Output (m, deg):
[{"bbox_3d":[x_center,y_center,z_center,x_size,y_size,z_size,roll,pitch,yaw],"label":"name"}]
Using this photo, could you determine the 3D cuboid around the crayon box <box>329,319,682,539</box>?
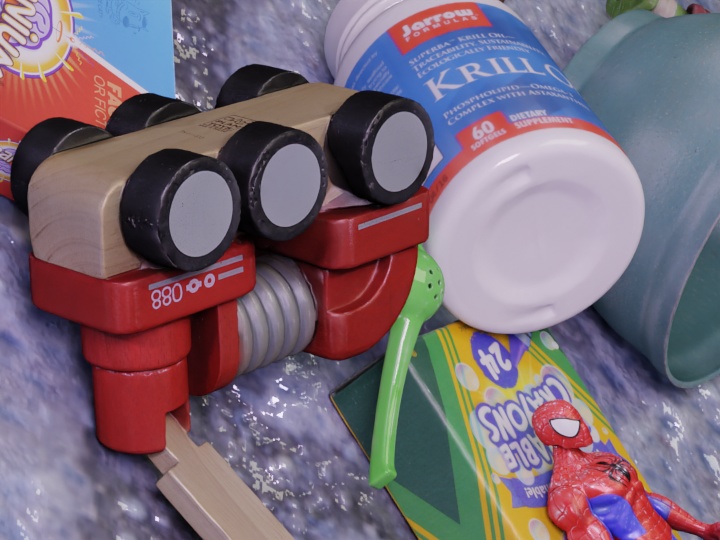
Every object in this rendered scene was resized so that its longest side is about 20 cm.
[{"bbox_3d":[0.085,0.117,1.272,0.126,0.052,0.200,-20,76,-56],"label":"crayon box"}]

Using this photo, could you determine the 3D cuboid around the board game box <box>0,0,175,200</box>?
[{"bbox_3d":[-0.169,-0.111,1.179,0.200,0.040,0.153,27,41,-34],"label":"board game box"}]

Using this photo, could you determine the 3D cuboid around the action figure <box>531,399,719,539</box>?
[{"bbox_3d":[0.145,0.140,1.237,0.200,0.052,0.065,49,37,-1],"label":"action figure"}]

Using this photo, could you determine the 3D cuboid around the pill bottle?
[{"bbox_3d":[0.051,-0.068,1.318,0.112,0.112,0.200,25,21,-36],"label":"pill bottle"}]

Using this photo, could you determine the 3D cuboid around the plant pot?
[{"bbox_3d":[0.172,-0.058,1.443,0.134,0.201,0.200,36,26,23],"label":"plant pot"}]

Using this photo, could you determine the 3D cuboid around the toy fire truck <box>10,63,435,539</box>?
[{"bbox_3d":[-0.043,0.031,1.141,0.176,0.128,0.201,-20,116,-43],"label":"toy fire truck"}]

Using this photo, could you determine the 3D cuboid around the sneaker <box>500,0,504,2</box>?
[{"bbox_3d":[0.082,-0.202,1.553,0.075,0.070,0.200,34,37,-28],"label":"sneaker"}]

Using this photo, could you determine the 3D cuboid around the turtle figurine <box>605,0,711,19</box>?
[{"bbox_3d":[0.237,-0.095,1.564,0.194,0.144,0.200,23,22,-23],"label":"turtle figurine"}]

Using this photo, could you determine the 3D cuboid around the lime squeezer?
[{"bbox_3d":[0.000,0.000,1.234,0.038,0.071,0.200,12,42,-45],"label":"lime squeezer"}]
